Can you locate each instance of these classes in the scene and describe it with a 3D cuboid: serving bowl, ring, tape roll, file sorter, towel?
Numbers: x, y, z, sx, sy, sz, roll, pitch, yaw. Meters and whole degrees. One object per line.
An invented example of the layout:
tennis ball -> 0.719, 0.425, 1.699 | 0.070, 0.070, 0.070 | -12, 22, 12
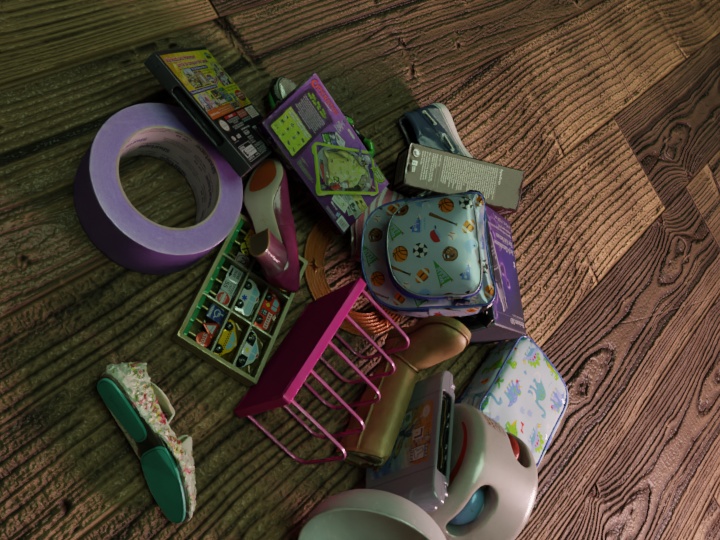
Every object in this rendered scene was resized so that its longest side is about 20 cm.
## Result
serving bowl -> 0.023, 0.343, 0.888 | 0.200, 0.199, 0.066 | 45, 33, -13
ring -> 0.000, 0.000, 1.095 | 0.198, 0.019, 0.204 | 13, 67, -33
tape roll -> -0.257, -0.103, 0.906 | 0.197, 0.085, 0.204 | 13, 66, -31
file sorter -> -0.042, 0.139, 0.938 | 0.125, 0.138, 0.201 | 45, 53, -15
towel -> 0.067, -0.057, 1.136 | 0.198, 0.030, 0.149 | 21, 60, -33

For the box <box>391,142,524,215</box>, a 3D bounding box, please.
box -> 0.158, -0.146, 1.163 | 0.196, 0.100, 0.077 | 11, 88, -9

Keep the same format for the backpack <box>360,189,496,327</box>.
backpack -> 0.093, -0.019, 1.005 | 0.154, 0.187, 0.204 | 45, 40, -71

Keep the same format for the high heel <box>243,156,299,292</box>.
high heel -> -0.118, -0.066, 0.992 | 0.096, 0.066, 0.203 | 54, 29, -46

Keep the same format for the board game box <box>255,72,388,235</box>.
board game box -> -0.051, -0.167, 1.029 | 0.120, 0.032, 0.201 | -46, 115, -21

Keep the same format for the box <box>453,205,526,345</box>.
box -> 0.184, 0.009, 1.139 | 0.147, 0.103, 0.204 | 17, 63, -57

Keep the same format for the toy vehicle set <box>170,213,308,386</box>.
toy vehicle set -> -0.159, 0.038, 0.961 | 0.123, 0.026, 0.203 | 34, 57, -21

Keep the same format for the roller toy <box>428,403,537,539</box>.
roller toy -> 0.143, 0.288, 0.989 | 0.139, 0.182, 0.202 | 35, 57, -19

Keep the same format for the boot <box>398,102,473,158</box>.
boot -> 0.140, -0.194, 1.243 | 0.089, 0.073, 0.203 | -22, 80, -30

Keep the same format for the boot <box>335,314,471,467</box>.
boot -> 0.061, 0.170, 0.972 | 0.066, 0.174, 0.202 | 37, 58, -18

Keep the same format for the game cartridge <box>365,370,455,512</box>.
game cartridge -> 0.067, 0.242, 0.971 | 0.042, 0.132, 0.202 | 44, 36, -28

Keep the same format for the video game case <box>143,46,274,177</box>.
video game case -> -0.191, -0.222, 0.964 | 0.181, 0.025, 0.200 | 50, 17, -11

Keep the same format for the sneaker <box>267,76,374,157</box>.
sneaker -> -0.056, -0.233, 1.096 | 0.199, 0.085, 0.079 | 37, 55, -19

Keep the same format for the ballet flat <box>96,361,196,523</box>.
ballet flat -> -0.234, 0.193, 0.826 | 0.064, 0.075, 0.203 | -31, 96, -54

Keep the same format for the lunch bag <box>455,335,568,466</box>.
lunch bag -> 0.252, 0.223, 1.156 | 0.161, 0.082, 0.200 | 49, 53, -10
